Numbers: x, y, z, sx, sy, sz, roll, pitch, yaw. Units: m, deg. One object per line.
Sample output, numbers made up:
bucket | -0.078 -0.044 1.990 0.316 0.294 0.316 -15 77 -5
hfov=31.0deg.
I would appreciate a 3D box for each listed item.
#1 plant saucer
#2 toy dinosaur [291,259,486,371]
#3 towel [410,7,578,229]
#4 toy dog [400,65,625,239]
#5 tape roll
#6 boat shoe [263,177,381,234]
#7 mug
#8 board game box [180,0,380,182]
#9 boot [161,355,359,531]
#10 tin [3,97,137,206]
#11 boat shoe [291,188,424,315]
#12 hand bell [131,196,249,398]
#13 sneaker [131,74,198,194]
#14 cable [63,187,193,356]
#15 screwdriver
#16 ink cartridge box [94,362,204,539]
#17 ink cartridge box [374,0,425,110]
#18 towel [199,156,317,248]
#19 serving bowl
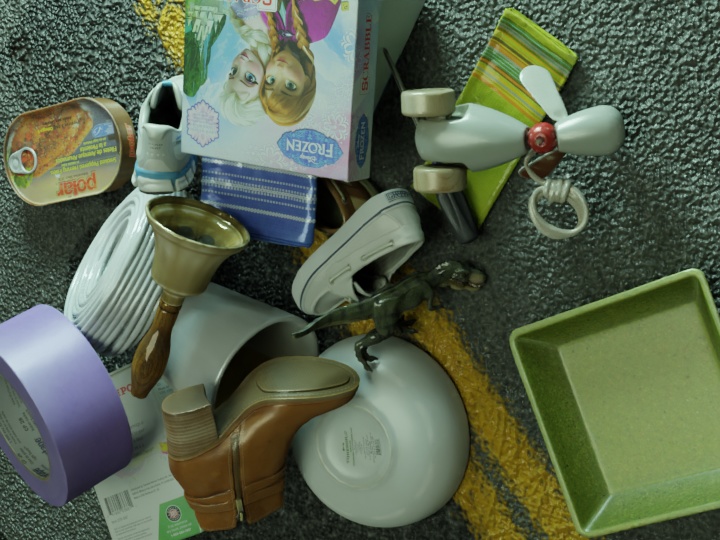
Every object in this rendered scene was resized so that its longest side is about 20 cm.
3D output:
plant saucer | 0.254 0.118 1.150 0.199 0.048 0.201 -22 86 34
toy dinosaur | 0.024 0.045 1.250 0.048 0.199 0.088 57 161 36
towel | 0.122 -0.138 1.214 0.086 0.018 0.201 40 118 23
toy dog | 0.131 -0.120 1.167 0.199 0.096 0.133 18 109 7
tape roll | -0.334 0.144 1.384 0.200 0.085 0.201 36 140 36
boat shoe | -0.065 -0.098 1.314 0.199 0.074 0.076 32 115 26
mug | -0.154 0.102 1.373 0.153 0.149 0.188 29 107 35
board game box | -0.077 -0.196 1.206 0.199 0.041 0.201 11 106 31
boot | -0.088 0.176 1.272 0.077 0.198 0.156 -120 16 -59
tin | -0.340 -0.138 1.518 0.199 0.042 0.113 -7 90 35
boat shoe | 0.000 0.000 1.271 0.200 0.072 0.066 -44 61 41
hand bell | -0.190 0.039 1.277 0.104 0.104 0.201 33 113 25
sneaker | -0.188 -0.163 1.325 0.074 0.201 0.087 2 124 -2
cable | -0.247 -0.006 1.396 0.069 0.200 0.200 29 113 -21
screwdriver | 0.065 -0.119 1.230 0.028 0.029 0.201 -23 88 32
ink cartridge box | -0.235 0.207 1.476 0.145 0.087 0.201 -24 86 34
ink cartridge box | -0.055 -0.255 1.273 0.200 0.086 0.147 37 118 22
towel | -0.103 -0.128 1.271 0.144 0.024 0.202 11 108 33
serving bowl | 0.007 0.168 1.304 0.199 0.066 0.202 5 101 26
